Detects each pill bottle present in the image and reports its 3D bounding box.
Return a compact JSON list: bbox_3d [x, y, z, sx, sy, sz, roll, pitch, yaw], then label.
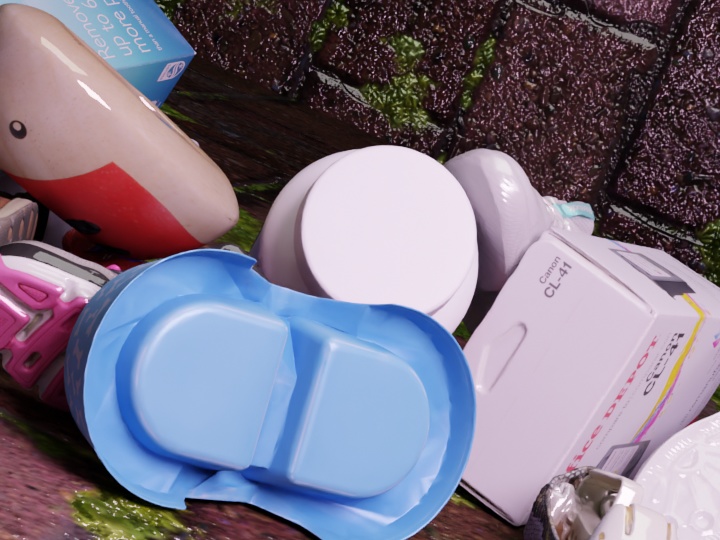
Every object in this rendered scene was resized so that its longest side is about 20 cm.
[{"bbox_3d":[0.000,0.000,1.075,0.119,0.120,0.200,22,-12,-4],"label":"pill bottle"}]

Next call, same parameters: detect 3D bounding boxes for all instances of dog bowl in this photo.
[{"bbox_3d":[-0.042,0.055,0.877,0.200,0.112,0.050,18,-3,-33],"label":"dog bowl"}]

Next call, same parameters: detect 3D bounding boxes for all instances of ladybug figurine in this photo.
[{"bbox_3d":[-0.134,-0.061,1.007,0.136,0.072,0.200,44,1,33],"label":"ladybug figurine"}]

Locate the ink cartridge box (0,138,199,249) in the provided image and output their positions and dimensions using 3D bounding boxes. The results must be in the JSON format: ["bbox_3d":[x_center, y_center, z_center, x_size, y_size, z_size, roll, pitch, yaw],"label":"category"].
[{"bbox_3d":[-0.197,-0.065,1.274,0.146,0.084,0.200,23,9,1],"label":"ink cartridge box"}]

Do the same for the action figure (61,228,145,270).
[{"bbox_3d":[-0.089,0.010,1.090,0.099,0.065,0.200,-25,37,-31],"label":"action figure"}]

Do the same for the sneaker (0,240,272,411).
[{"bbox_3d":[-0.093,0.023,0.931,0.200,0.074,0.088,22,44,-28],"label":"sneaker"}]

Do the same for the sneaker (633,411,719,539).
[{"bbox_3d":[0.218,0.139,1.163,0.081,0.147,0.200,38,58,22],"label":"sneaker"}]

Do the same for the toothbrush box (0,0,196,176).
[{"bbox_3d":[-0.218,-0.132,1.108,0.200,0.085,0.146,-19,64,-48],"label":"toothbrush box"}]

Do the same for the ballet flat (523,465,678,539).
[{"bbox_3d":[0.116,0.134,0.925,0.072,0.072,0.200,22,9,-7],"label":"ballet flat"}]

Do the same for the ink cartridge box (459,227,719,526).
[{"bbox_3d":[0.134,0.062,1.134,0.086,0.148,0.200,37,14,23],"label":"ink cartridge box"}]

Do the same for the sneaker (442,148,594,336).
[{"bbox_3d":[0.097,-0.021,1.131,0.075,0.088,0.200,55,-11,26],"label":"sneaker"}]

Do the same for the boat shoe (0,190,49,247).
[{"bbox_3d":[-0.203,-0.010,0.988,0.074,0.076,0.200,17,1,-6],"label":"boat shoe"}]
